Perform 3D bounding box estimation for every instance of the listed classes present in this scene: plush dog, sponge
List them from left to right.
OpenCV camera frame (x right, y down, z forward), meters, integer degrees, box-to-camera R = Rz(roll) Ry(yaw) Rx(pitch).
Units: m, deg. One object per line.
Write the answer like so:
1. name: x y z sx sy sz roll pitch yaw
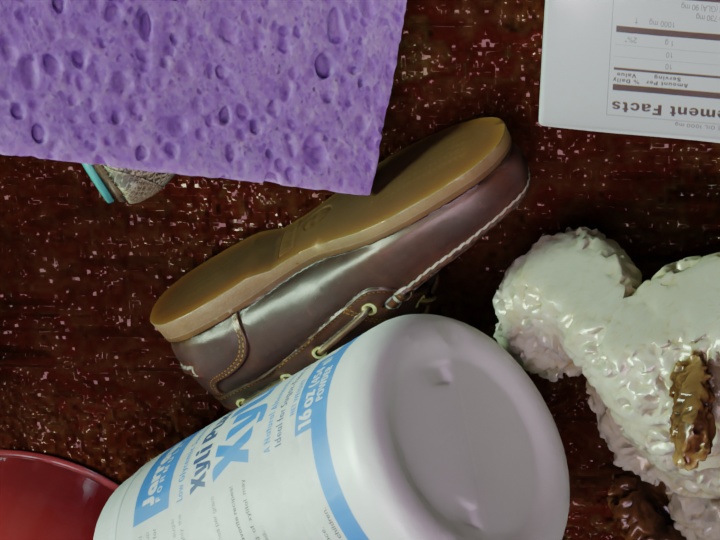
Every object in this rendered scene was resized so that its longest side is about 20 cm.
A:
1. sponge: -0.081 -0.098 1.226 0.199 0.030 0.112 6 102 -18
2. plush dog: 0.175 0.063 1.255 0.199 0.161 0.172 -22 131 19

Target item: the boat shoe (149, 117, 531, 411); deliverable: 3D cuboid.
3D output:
1. boat shoe: 0.000 0.000 1.291 0.200 0.070 0.070 -28 110 28

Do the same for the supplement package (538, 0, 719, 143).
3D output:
1. supplement package: 0.137 -0.166 1.164 0.109 0.114 0.201 6 116 9

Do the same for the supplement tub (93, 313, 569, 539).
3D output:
1. supplement tub: -0.015 0.113 1.279 0.200 0.132 0.132 -31 106 40

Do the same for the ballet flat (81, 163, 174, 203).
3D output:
1. ballet flat: -0.138 -0.121 1.251 0.075 0.068 0.200 -38 109 1

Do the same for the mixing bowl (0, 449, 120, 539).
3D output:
1. mixing bowl: -0.178 0.202 1.392 0.199 0.108 0.201 4 115 8
